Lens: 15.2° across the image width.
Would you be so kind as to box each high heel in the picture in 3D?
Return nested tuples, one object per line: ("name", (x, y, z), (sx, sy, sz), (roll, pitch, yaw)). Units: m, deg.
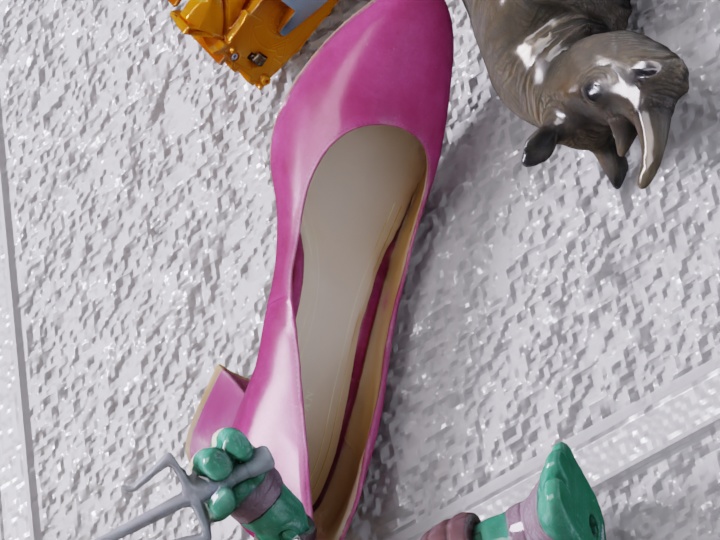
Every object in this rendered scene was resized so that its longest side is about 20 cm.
("high heel", (0.000, 0.000, 0.943), (0.096, 0.067, 0.200), (31, 95, 57))

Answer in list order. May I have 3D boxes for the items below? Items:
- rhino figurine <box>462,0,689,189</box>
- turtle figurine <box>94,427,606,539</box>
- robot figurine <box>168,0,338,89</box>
("rhino figurine", (0.070, -0.101, 0.946), (0.087, 0.060, 0.200), (-48, 44, 31))
("turtle figurine", (-0.019, 0.124, 0.874), (0.199, 0.101, 0.150), (-13, 79, 19))
("robot figurine", (-0.011, -0.177, 1.064), (0.200, 0.058, 0.145), (-53, 44, 8))
